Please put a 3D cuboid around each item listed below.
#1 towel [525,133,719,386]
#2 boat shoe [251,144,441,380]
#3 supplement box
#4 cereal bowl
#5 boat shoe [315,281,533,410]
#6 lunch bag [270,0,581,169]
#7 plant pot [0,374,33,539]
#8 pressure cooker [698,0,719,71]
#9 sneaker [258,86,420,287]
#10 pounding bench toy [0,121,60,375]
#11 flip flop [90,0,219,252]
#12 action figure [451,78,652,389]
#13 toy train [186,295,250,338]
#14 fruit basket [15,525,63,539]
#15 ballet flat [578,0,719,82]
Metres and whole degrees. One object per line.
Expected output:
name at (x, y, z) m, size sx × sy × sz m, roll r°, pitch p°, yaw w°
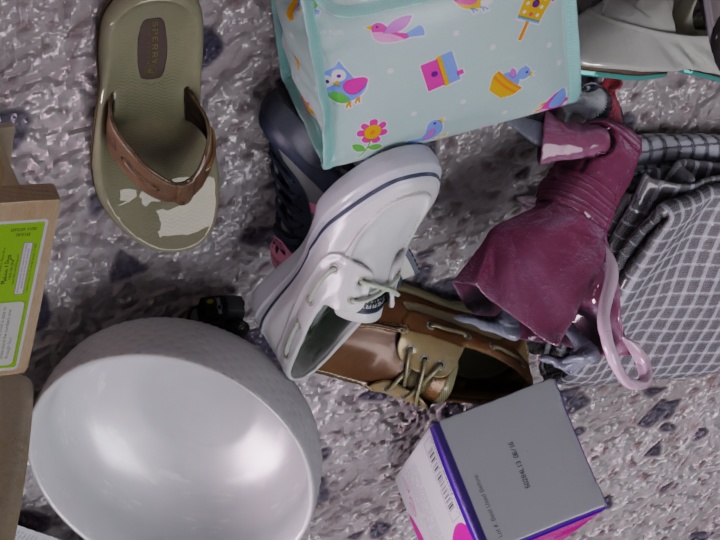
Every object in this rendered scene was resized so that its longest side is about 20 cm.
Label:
towel at (0.225, -0.003, 1.428) m, size 0.164 × 0.086 × 0.201 m, roll -2°, pitch 132°, yaw -30°
boat shoe at (0.000, 0.000, 1.198) m, size 0.073 × 0.067 × 0.200 m, roll -8°, pitch 155°, yaw -31°
supplement box at (0.099, 0.164, 1.454) m, size 0.103 × 0.102 × 0.200 m, roll -19°, pitch 167°, yaw -13°
cereal bowl at (-0.117, 0.108, 1.301) m, size 0.198 × 0.084 × 0.201 m, roll 6°, pitch 128°, yaw 8°
boat shoe at (0.044, 0.058, 1.392) m, size 0.199 × 0.074 × 0.076 m, roll 3°, pitch 130°, yaw -33°
lunch bag at (0.033, -0.177, 1.110) m, size 0.169 × 0.122 × 0.201 m, roll -14°, pitch 134°, yaw -10°
plant pot at (-0.313, 0.188, 1.211) m, size 0.198 × 0.178 × 0.201 m, roll 8°, pitch 128°, yaw -21°
pressure cooker at (0.284, -0.218, 1.167) m, size 0.177 × 0.202 × 0.176 m, roll -7°, pitch 160°, yaw 6°
sneaker at (-0.030, -0.035, 1.257) m, size 0.082 × 0.070 × 0.200 m, roll -34°, pitch 138°, yaw 2°
pounding bench toy at (-0.260, -0.010, 1.080) m, size 0.123 × 0.156 × 0.201 m, roll -5°, pitch 134°, yaw -27°
flip flop at (-0.117, -0.083, 1.166) m, size 0.080 × 0.058 × 0.201 m, roll -13°, pitch 137°, yaw -18°
action figure at (0.142, -0.042, 1.292) m, size 0.134 × 0.148 × 0.201 m, roll 33°, pitch 79°, yaw -56°
toy train at (-0.119, 0.096, 1.366) m, size 0.045 × 0.034 × 0.201 m, roll 3°, pitch 130°, yaw -18°
fruit basket at (-0.246, 0.262, 1.440) m, size 0.199 × 0.094 × 0.186 m, roll 27°, pitch 116°, yaw -27°
ballet flat at (0.201, -0.158, 1.281) m, size 0.199 × 0.070 × 0.070 m, roll 0°, pitch 132°, yaw -36°
